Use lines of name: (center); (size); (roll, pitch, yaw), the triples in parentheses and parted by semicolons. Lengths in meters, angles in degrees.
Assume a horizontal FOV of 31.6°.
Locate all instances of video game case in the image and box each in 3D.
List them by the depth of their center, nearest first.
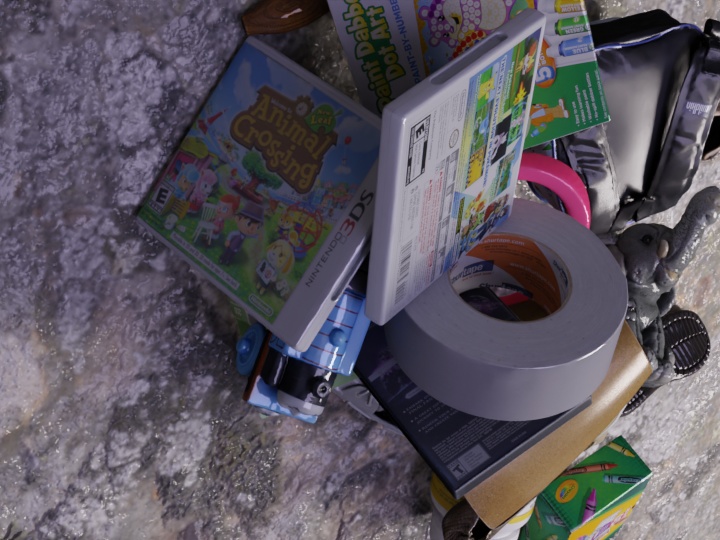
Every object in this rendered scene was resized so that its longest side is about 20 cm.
video game case: (0.071, -0.078, 0.975); (0.182, 0.022, 0.201); (-38, 147, -36)
video game case: (-0.067, -0.066, 1.008); (0.183, 0.199, 0.022); (-57, 150, 5)
video game case: (0.080, 0.082, 1.091); (0.142, 0.200, 0.019); (-32, 144, -13)

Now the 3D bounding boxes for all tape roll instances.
tape roll: (0.120, 0.027, 1.065); (0.199, 0.201, 0.067); (-19, 141, -24)

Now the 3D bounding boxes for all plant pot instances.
plant pot: (0.157, 0.102, 1.166); (0.199, 0.187, 0.187); (-32, 130, 5)

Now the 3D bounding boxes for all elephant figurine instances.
elephant figurine: (0.287, 0.013, 1.339); (0.142, 0.153, 0.202); (51, 51, -73)

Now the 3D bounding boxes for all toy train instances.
toy train: (-0.035, 0.029, 1.044); (0.086, 0.114, 0.202); (22, 88, -27)

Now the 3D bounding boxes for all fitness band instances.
fitness band: (0.129, -0.027, 1.174); (0.142, 0.038, 0.201); (18, 132, -6)

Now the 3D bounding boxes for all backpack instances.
backpack: (0.228, -0.138, 1.195); (0.198, 0.154, 0.192); (-13, 116, -12)

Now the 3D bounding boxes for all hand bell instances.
hand bell: (-0.003, -0.234, 1.046); (0.198, 0.104, 0.105); (-20, 125, -9)

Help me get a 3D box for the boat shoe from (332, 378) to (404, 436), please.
boat shoe: (0.011, 0.111, 1.236); (0.072, 0.068, 0.200); (-46, 131, -4)

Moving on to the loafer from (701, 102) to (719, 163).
loafer: (0.354, -0.142, 1.334); (0.198, 0.063, 0.073); (3, 112, -35)

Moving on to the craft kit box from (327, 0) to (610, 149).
craft kit box: (0.087, -0.183, 1.029); (0.195, 0.049, 0.201); (-17, 122, 7)

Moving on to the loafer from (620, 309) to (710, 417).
loafer: (0.319, 0.104, 1.451); (0.199, 0.071, 0.074); (-25, 92, -32)

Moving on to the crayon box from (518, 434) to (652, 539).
crayon box: (0.248, 0.274, 1.435); (0.118, 0.058, 0.201); (-31, 155, -18)

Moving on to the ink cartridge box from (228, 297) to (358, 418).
ink cartridge box: (-0.044, 0.020, 1.130); (0.144, 0.048, 0.202); (-20, 105, -23)

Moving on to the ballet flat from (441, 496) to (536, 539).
ballet flat: (0.155, 0.211, 1.258); (0.067, 0.046, 0.200); (38, 105, -20)

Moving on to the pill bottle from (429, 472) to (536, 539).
pill bottle: (0.136, 0.203, 1.340); (0.113, 0.114, 0.202); (-4, 116, -32)

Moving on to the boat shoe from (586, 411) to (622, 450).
boat shoe: (0.231, 0.154, 1.360); (0.068, 0.075, 0.200); (-13, 162, -30)
